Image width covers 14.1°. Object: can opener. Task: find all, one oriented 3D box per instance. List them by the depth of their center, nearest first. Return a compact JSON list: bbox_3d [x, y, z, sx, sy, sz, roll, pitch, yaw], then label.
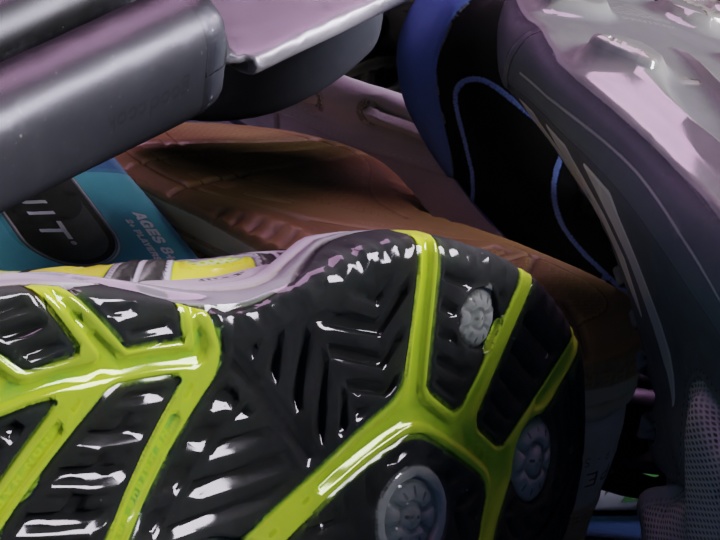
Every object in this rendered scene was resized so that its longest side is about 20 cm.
[{"bbox_3d":[-0.059,-0.039,0.675,0.053,0.067,0.200,34,45,29],"label":"can opener"}]

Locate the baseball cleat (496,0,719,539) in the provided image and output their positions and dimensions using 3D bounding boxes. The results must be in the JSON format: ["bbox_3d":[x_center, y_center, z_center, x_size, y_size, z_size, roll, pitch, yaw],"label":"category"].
[{"bbox_3d":[0.068,0.009,0.595,0.069,0.107,0.200,8,24,-22],"label":"baseball cleat"}]

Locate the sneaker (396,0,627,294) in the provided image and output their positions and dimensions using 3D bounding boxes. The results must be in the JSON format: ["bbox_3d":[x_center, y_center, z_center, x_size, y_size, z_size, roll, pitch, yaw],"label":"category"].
[{"bbox_3d":[0.093,0.001,0.695,0.200,0.070,0.078,41,0,-13],"label":"sneaker"}]

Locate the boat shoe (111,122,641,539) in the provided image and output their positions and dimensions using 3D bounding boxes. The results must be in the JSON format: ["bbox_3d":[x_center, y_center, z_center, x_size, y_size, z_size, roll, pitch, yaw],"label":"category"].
[{"bbox_3d":[-0.010,0.015,0.706,0.073,0.070,0.200,-6,22,-32],"label":"boat shoe"}]

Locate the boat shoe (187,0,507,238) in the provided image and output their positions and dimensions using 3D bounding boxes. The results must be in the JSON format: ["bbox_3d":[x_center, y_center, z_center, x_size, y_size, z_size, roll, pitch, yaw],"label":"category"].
[{"bbox_3d":[0.000,-0.052,0.803,0.072,0.066,0.200,-5,28,-30],"label":"boat shoe"}]

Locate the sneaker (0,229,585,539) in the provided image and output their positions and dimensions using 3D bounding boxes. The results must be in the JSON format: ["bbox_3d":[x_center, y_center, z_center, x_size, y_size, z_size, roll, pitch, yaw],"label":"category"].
[{"bbox_3d":[-0.036,0.025,0.544,0.199,0.076,0.076,7,0,-44],"label":"sneaker"}]

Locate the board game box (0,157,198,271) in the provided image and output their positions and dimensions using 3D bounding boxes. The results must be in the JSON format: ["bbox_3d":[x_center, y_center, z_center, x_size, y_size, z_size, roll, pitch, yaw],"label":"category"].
[{"bbox_3d":[-0.157,-0.020,0.673,0.199,0.047,0.151,-3,36,-35],"label":"board game box"}]

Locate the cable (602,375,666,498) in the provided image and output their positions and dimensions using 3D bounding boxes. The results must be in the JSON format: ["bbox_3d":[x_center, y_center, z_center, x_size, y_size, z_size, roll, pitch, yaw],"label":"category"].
[{"bbox_3d":[0.086,0.014,0.833,0.163,0.051,0.200,42,25,29],"label":"cable"}]

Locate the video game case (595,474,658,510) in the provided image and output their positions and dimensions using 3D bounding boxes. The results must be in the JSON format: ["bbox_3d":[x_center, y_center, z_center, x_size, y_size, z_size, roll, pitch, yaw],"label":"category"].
[{"bbox_3d":[0.000,0.000,0.851,0.182,0.022,0.200,5,34,-48],"label":"video game case"}]
